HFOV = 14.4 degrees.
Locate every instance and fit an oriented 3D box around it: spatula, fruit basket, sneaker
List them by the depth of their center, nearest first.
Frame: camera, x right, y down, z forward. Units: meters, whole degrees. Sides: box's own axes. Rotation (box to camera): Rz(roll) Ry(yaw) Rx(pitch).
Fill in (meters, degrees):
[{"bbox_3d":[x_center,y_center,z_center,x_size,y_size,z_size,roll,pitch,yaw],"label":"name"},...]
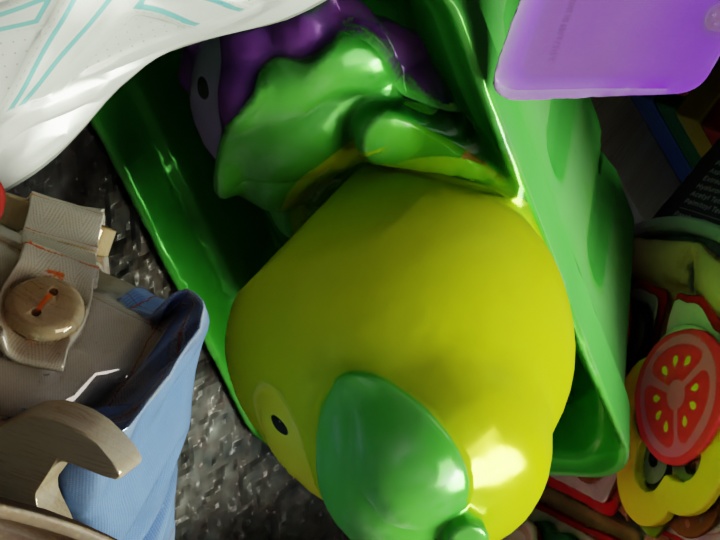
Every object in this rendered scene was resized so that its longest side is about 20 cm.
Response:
[{"bbox_3d":[-0.058,-0.095,0.734,0.200,0.070,0.080,-35,137,-7],"label":"sneaker"},{"bbox_3d":[0.127,-0.082,0.780,0.199,0.021,0.057,-16,144,-29],"label":"spatula"},{"bbox_3d":[0.000,0.000,0.819,0.215,0.155,0.217,-5,96,-62],"label":"fruit basket"}]

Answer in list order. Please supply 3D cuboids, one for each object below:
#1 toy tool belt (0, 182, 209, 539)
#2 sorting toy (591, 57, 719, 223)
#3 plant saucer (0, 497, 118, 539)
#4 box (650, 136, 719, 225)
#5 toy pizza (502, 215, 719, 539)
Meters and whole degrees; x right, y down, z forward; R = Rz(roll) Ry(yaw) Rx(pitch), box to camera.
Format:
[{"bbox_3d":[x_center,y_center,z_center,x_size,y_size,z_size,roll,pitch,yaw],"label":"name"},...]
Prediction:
[{"bbox_3d":[-0.079,0.040,0.708,0.125,0.123,0.200,-53,168,-29],"label":"toy tool belt"},{"bbox_3d":[0.146,-0.127,1.006,0.200,0.069,0.199,-51,137,-14],"label":"sorting toy"},{"bbox_3d":[-0.111,0.121,0.661,0.200,0.037,0.201,-4,125,-5],"label":"plant saucer"},{"bbox_3d":[0.218,0.003,0.995,0.182,0.104,0.200,-50,129,-16],"label":"box"},{"bbox_3d":[0.082,0.081,0.903,0.032,0.200,0.201,7,97,-26],"label":"toy pizza"}]
